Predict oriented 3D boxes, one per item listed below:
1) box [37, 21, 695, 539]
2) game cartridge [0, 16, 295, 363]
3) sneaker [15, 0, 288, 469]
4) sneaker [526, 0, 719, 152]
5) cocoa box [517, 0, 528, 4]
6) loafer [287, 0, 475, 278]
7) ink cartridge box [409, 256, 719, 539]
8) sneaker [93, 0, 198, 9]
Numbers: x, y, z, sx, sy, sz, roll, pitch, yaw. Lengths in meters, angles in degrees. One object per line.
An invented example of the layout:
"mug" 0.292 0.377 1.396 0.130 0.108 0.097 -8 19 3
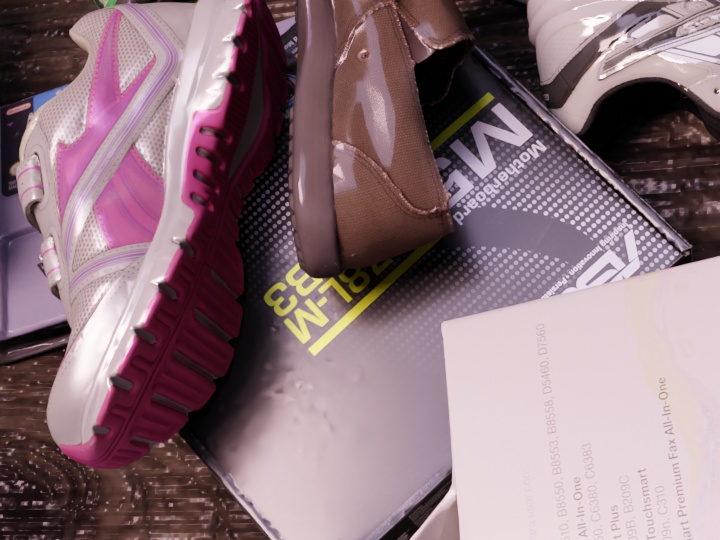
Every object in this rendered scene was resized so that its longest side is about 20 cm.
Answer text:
"box" 0.000 0.000 0.760 0.200 0.048 0.193 -41 65 -3
"game cartridge" -0.106 -0.037 0.859 0.199 0.038 0.130 -17 61 14
"sneaker" -0.092 -0.020 0.728 0.088 0.081 0.201 6 65 17
"sneaker" 0.168 -0.093 0.757 0.199 0.076 0.088 -8 77 22
"cocoa box" 0.046 -0.233 0.799 0.133 0.200 0.132 26 74 34
"loafer" 0.010 -0.092 0.736 0.071 0.073 0.201 1 74 1
"ink cartridge box" 0.118 0.080 0.633 0.199 0.129 0.126 -13 57 16
"sneaker" -0.059 -0.196 0.900 0.200 0.078 0.085 -43 54 -3
